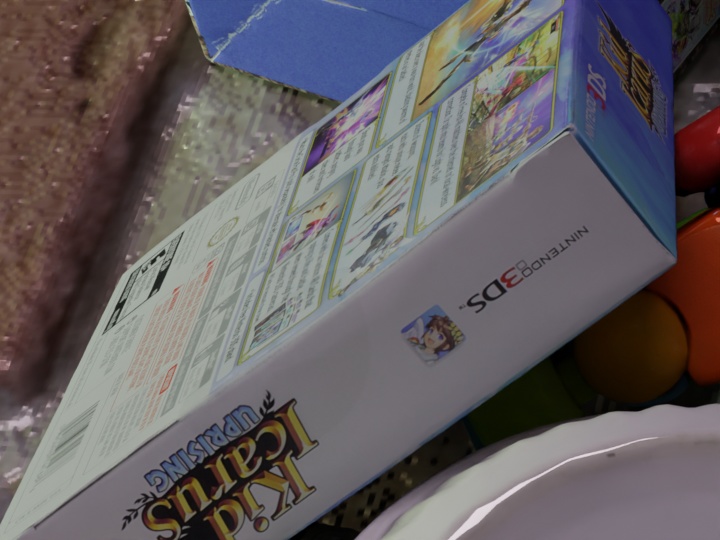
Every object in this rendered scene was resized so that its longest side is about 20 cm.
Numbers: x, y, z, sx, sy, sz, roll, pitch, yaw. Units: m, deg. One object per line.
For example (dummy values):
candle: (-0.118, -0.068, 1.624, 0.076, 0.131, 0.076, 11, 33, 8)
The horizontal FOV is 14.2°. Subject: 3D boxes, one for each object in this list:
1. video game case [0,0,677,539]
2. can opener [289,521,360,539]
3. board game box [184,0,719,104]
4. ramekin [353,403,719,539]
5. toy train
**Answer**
video game case: (0.000, 0.000, 0.753, 0.181, 0.045, 0.200, -38, 13, 18)
can opener: (-0.008, 0.135, 0.735, 0.063, 0.079, 0.200, 5, 39, -33)
board game box: (0.053, -0.147, 0.940, 0.159, 0.097, 0.200, 19, 57, 31)
ramekin: (0.071, 0.121, 0.629, 0.201, 0.094, 0.203, 1, 73, -3)
toy train: (0.074, 0.017, 0.733, 0.115, 0.200, 0.085, -30, 89, 4)
